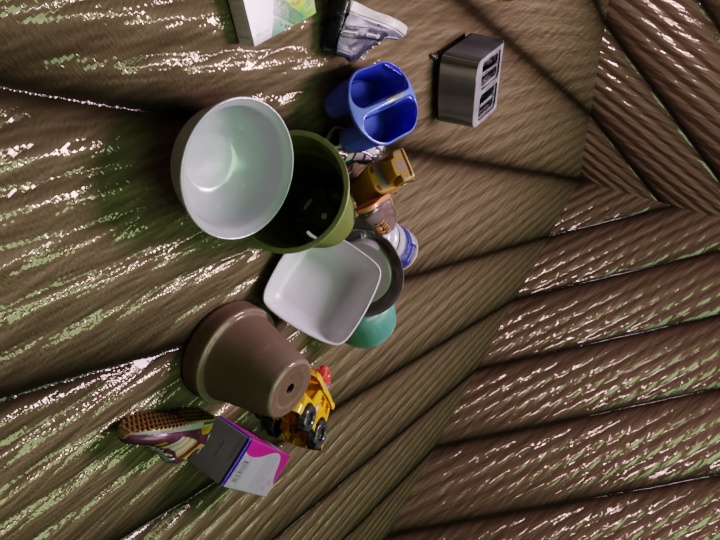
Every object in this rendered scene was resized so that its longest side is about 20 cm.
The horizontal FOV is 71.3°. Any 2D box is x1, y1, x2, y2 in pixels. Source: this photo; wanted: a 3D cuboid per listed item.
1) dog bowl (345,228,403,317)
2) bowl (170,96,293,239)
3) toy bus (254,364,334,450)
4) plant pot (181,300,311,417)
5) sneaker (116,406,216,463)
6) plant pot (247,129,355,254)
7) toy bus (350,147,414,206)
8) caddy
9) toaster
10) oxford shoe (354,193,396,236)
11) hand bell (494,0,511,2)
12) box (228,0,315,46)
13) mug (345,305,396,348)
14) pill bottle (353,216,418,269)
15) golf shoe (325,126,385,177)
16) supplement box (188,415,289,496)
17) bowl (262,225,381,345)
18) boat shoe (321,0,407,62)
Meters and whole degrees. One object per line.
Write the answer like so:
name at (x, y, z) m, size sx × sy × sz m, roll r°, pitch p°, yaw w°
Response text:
dog bowl at (0.000, 0.000, 1.097) m, size 0.059 × 0.200 × 0.201 m, roll -55°, pitch 159°, yaw -69°
bowl at (-0.198, -0.153, 0.729) m, size 0.201 × 0.090 × 0.202 m, roll -30°, pitch 131°, yaw -42°
toy bus at (-0.132, 0.291, 1.160) m, size 0.200 × 0.135 × 0.192 m, roll 74°, pitch 34°, yaw -47°
plant pot at (-0.190, 0.178, 0.914) m, size 0.200 × 0.174 × 0.201 m, roll -41°, pitch 144°, yaw -39°
sneaker at (-0.332, 0.293, 0.859) m, size 0.200 × 0.075 × 0.090 m, roll 21°, pitch 88°, yaw -61°
plant pot at (-0.090, -0.113, 0.880) m, size 0.200 × 0.200 × 0.190 m, roll -66°, pitch 163°, yaw -1°
toy bus at (0.041, -0.183, 1.023) m, size 0.078 × 0.065 × 0.200 m, roll -22°, pitch -179°, yaw -14°
caddy at (0.031, -0.309, 0.944) m, size 0.200 × 0.105 × 0.142 m, roll -40°, pitch 112°, yaw -41°
toaster at (0.272, -0.480, 1.274) m, size 0.200 × 0.118 × 0.181 m, roll -44°, pitch 144°, yaw -35°
oxford shoe at (0.042, -0.109, 1.013) m, size 0.073 × 0.071 × 0.200 m, roll 69°, pitch 17°, yaw -1°
hand bell at (0.376, -0.806, 1.268) m, size 0.104 × 0.104 × 0.201 m, roll 8°, pitch 91°, yaw -61°
box at (-0.133, -0.437, 0.694) m, size 0.144 × 0.036 × 0.200 m, roll -47°, pitch 147°, yaw -32°
mug at (-0.002, 0.105, 1.200) m, size 0.185 × 0.152 × 0.115 m, roll -54°, pitch 153°, yaw -28°
pill bottle at (0.054, -0.068, 1.210) m, size 0.200 × 0.116 × 0.116 m, roll 19°, pitch 94°, yaw -61°
golf shoe at (-0.015, -0.250, 1.000) m, size 0.200 × 0.077 × 0.088 m, roll -42°, pitch 135°, yaw -39°
supplement box at (-0.247, 0.393, 1.052) m, size 0.101 × 0.103 × 0.200 m, roll -57°, pitch 149°, yaw -18°
bowl at (-0.080, 0.033, 1.015) m, size 0.200 × 0.199 × 0.075 m, roll -60°, pitch -170°, yaw -14°
boat shoe at (0.005, -0.426, 0.916) m, size 0.200 × 0.075 × 0.093 m, roll -10°, pitch 126°, yaw -49°
